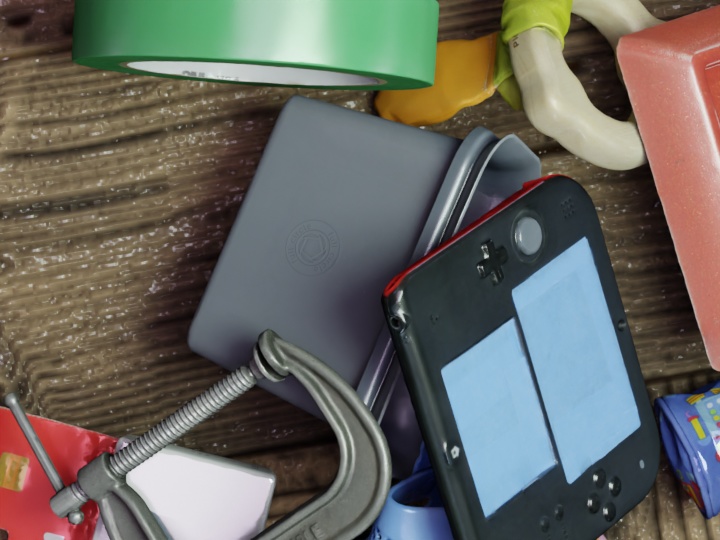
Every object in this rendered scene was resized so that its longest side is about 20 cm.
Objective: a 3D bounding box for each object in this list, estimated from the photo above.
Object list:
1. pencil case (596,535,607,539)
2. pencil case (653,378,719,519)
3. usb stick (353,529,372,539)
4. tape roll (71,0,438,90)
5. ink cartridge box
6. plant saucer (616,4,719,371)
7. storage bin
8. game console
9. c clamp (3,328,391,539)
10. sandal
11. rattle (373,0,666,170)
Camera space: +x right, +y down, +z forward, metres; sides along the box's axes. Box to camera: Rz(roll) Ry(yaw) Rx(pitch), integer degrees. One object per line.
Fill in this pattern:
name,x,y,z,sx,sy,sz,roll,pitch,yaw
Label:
pencil case,0.060,0.213,1.670,0.200,0.087,0.087,-26,95,-4
pencil case,0.271,0.077,1.726,0.200,0.087,0.078,-21,93,-8
usb stick,0.015,0.176,1.711,0.200,0.033,0.056,-18,89,-9
tape roll,-0.058,-0.131,1.609,0.200,0.200,0.048,3,91,-10
ink cartridge box,-0.155,0.190,1.661,0.176,0.045,0.200,14,89,0
plant saucer,0.254,-0.064,1.700,0.200,0.037,0.200,-20,94,-37
storage bin,0.000,0.000,1.665,0.134,0.146,0.200,23,87,18
game console,0.092,0.064,1.600,0.177,0.031,0.200,-36,114,-47
c clamp,-0.086,0.102,1.603,0.200,0.027,0.171,-29,81,20
sandal,0.026,0.152,1.623,0.200,0.079,0.087,-45,139,-22
rattle,0.135,-0.093,1.724,0.200,0.143,0.130,6,47,-46
